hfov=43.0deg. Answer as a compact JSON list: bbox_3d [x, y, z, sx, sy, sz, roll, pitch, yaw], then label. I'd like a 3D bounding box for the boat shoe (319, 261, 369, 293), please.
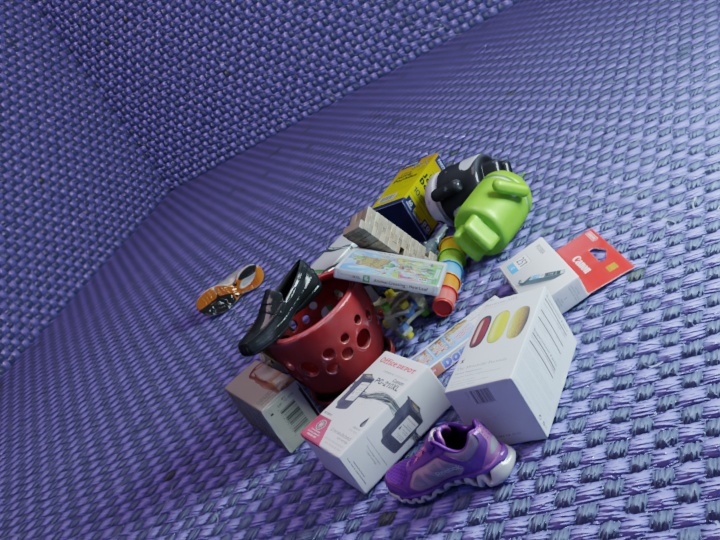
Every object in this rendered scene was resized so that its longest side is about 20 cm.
[{"bbox_3d":[0.000,0.000,1.755,0.198,0.068,0.057,-16,4,-32],"label":"boat shoe"}]

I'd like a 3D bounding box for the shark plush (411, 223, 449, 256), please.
[{"bbox_3d":[0.114,-0.030,1.841,0.199,0.084,0.091,-38,10,-11],"label":"shark plush"}]

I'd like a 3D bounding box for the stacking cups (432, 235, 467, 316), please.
[{"bbox_3d":[0.165,0.008,1.720,0.060,0.061,0.201,-25,23,25],"label":"stacking cups"}]

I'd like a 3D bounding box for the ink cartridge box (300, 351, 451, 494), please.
[{"bbox_3d":[0.025,0.230,1.420,0.200,0.085,0.144,-42,22,-18],"label":"ink cartridge box"}]

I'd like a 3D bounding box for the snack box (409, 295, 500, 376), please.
[{"bbox_3d":[0.165,0.118,1.533,0.199,0.024,0.072,-36,21,-3],"label":"snack box"}]

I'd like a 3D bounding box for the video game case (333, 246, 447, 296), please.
[{"bbox_3d":[0.058,-0.001,1.603,0.179,0.022,0.200,10,13,7],"label":"video game case"}]

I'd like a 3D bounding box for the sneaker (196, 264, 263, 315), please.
[{"bbox_3d":[-0.349,0.052,2.441,0.198,0.077,0.092,-30,12,-9],"label":"sneaker"}]

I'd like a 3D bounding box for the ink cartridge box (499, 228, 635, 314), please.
[{"bbox_3d":[0.334,-0.006,1.513,0.175,0.045,0.200,-34,21,6],"label":"ink cartridge box"}]

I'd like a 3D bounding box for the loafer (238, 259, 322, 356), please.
[{"bbox_3d":[-0.145,0.063,1.554,0.068,0.071,0.201,-5,37,51],"label":"loafer"}]

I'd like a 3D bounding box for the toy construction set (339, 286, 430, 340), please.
[{"bbox_3d":[0.049,0.073,1.736,0.198,0.093,0.131,3,41,43],"label":"toy construction set"}]

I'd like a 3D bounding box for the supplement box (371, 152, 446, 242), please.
[{"bbox_3d":[0.125,-0.158,2.081,0.109,0.110,0.201,-16,28,42],"label":"supplement box"}]

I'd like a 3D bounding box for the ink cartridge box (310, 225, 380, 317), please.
[{"bbox_3d":[-0.020,0.020,1.864,0.082,0.147,0.200,-4,37,53],"label":"ink cartridge box"}]

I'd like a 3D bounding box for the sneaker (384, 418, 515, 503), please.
[{"bbox_3d":[0.109,0.251,1.239,0.198,0.089,0.081,-23,24,33],"label":"sneaker"}]

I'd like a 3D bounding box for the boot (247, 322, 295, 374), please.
[{"bbox_3d":[-0.160,0.153,1.749,0.154,0.198,0.073,-10,63,52],"label":"boot"}]

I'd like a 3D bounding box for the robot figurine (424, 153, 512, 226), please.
[{"bbox_3d":[0.228,-0.167,1.923,0.198,0.150,0.126,-20,40,38],"label":"robot figurine"}]

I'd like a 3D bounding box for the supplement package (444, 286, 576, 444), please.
[{"bbox_3d":[0.216,0.135,1.291,0.113,0.110,0.201,-18,26,36],"label":"supplement package"}]

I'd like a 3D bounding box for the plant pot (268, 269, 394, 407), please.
[{"bbox_3d":[-0.047,0.128,1.615,0.199,0.184,0.201,-30,21,12],"label":"plant pot"}]

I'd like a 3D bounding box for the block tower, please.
[{"bbox_3d":[0.061,-0.044,1.730,0.054,0.199,0.059,-27,39,45],"label":"block tower"}]

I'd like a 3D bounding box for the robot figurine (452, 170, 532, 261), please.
[{"bbox_3d":[0.257,-0.111,1.759,0.200,0.115,0.176,-50,0,-34],"label":"robot figurine"}]

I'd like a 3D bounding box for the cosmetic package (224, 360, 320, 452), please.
[{"bbox_3d":[-0.159,0.243,1.660,0.087,0.104,0.199,-41,23,-18],"label":"cosmetic package"}]
